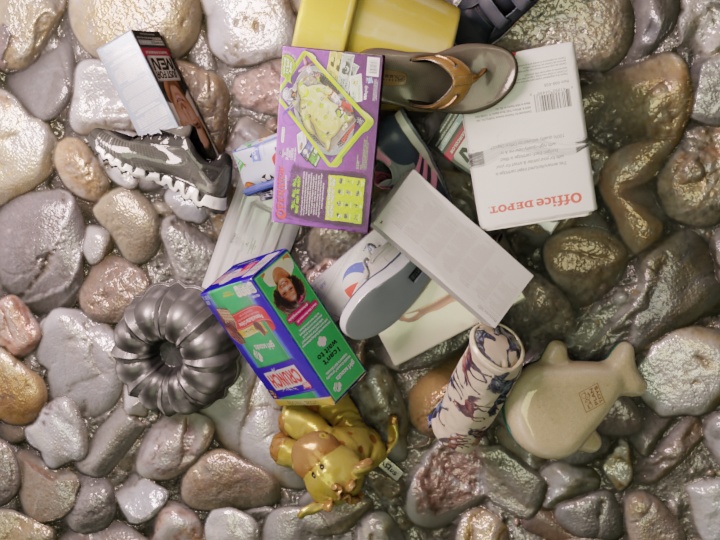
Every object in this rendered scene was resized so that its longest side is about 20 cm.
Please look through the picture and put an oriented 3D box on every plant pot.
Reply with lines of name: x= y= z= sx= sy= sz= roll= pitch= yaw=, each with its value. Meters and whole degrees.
plant pot: x=0.019 y=-0.284 z=1.221 sx=0.185 sy=0.201 sz=0.204 roll=14 pitch=105 yaw=-1

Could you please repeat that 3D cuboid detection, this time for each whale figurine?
whale figurine: x=0.281 y=0.166 z=1.318 sx=0.198 sy=0.104 sz=0.161 roll=-26 pitch=97 yaw=-9

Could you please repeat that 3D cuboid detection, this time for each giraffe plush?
giraffe plush: x=-0.041 y=0.266 z=1.362 sx=0.197 sy=0.162 sz=0.175 roll=22 pitch=106 yaw=7

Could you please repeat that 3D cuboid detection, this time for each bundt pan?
bundt pan: x=-0.275 y=0.121 z=1.423 sx=0.198 sy=0.076 sz=0.206 roll=4 pitch=105 yaw=14

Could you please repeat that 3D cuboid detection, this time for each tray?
tray: x=-0.153 y=-0.038 z=1.396 sx=0.106 sy=0.022 sz=0.203 roll=24 pitch=106 yaw=7

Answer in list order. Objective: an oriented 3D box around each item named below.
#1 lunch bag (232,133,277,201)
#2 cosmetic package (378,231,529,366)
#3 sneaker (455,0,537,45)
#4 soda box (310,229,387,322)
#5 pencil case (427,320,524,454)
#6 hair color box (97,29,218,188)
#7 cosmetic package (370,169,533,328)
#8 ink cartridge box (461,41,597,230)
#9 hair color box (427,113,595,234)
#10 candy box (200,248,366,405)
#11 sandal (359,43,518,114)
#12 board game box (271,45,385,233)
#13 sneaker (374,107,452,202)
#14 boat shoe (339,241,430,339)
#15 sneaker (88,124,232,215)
lunch bag: x=-0.058 y=-0.149 z=1.250 sx=0.158 sy=0.199 sz=0.077 roll=-12 pitch=98 yaw=30
cosmetic package: x=0.119 y=0.036 z=1.311 sx=0.198 sy=0.103 sz=0.088 roll=-29 pitch=93 yaw=15
sneaker: x=0.186 y=-0.353 z=1.224 sx=0.200 sy=0.079 sz=0.079 roll=-43 pitch=92 yaw=19
soda box: x=0.000 y=0.000 z=1.346 sx=0.199 sy=0.068 sz=0.064 roll=-40 pitch=92 yaw=16
pencil case: x=0.151 y=0.152 z=1.293 sx=0.090 sy=0.077 sz=0.202 roll=58 pitch=146 yaw=33
hair color box: x=-0.270 y=-0.220 z=1.333 sx=0.060 sy=0.099 sz=0.203 roll=-24 pitch=96 yaw=15
cosmetic package: x=0.108 y=-0.026 z=1.193 sx=0.199 sy=0.051 sz=0.083 roll=41 pitch=83 yaw=-11
ink cartridge box: x=0.201 y=-0.161 z=1.196 sx=0.142 sy=0.084 sz=0.204 roll=-8 pitch=96 yaw=11
hair color box: x=0.195 y=-0.148 z=1.274 sx=0.199 sy=0.061 sz=0.100 roll=35 pitch=106 yaw=3
candy box: x=-0.106 y=0.083 z=1.323 sx=0.201 sy=0.077 sz=0.168 roll=55 pitch=149 yaw=-13
sandal: x=0.085 y=-0.222 z=1.126 sx=0.196 sy=0.055 sz=0.083 roll=4 pitch=105 yaw=-6
board game box: x=-0.038 y=-0.150 z=1.129 sx=0.118 sy=0.032 sz=0.204 roll=7 pitch=104 yaw=4
sneaker: x=0.058 y=-0.124 z=1.256 sx=0.081 sy=0.201 sz=0.071 roll=-30 pitch=50 yaw=5
boat shoe: x=0.036 y=-0.006 z=1.257 sx=0.203 sy=0.086 sz=0.075 roll=-50 pitch=129 yaw=-2
sneaker: x=-0.248 y=-0.152 z=1.252 sx=0.197 sy=0.067 sz=0.092 roll=25 pitch=103 yaw=1
